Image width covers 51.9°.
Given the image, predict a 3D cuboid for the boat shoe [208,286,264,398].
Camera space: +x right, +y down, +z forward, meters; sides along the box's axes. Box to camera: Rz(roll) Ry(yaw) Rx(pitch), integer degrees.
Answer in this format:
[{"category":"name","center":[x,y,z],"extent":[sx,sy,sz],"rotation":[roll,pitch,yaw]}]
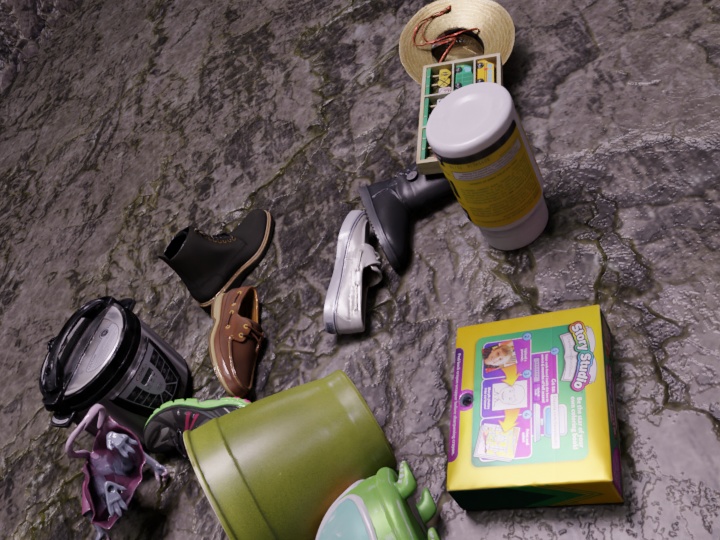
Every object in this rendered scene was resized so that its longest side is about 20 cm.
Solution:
[{"category":"boat shoe","center":[-0.179,0.097,1.090],"extent":[0.067,0.072,0.202],"rotation":[-28,40,13]}]

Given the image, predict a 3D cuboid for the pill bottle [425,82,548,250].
[{"category":"pill bottle","center":[0.168,-0.126,0.942],"extent":[0.112,0.201,0.116],"rotation":[-18,44,19]}]

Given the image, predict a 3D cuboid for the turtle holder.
[{"category":"turtle holder","center":[0.031,0.298,0.724],"extent":[0.130,0.141,0.188],"rotation":[-28,73,2]}]

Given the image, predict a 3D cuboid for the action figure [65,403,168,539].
[{"category":"action figure","center":[-0.350,0.281,0.994],"extent":[0.135,0.149,0.199],"rotation":[-50,10,-27]}]

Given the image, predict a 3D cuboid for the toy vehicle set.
[{"category":"toy vehicle set","center":[0.149,-0.233,1.093],"extent":[0.121,0.027,0.204],"rotation":[-6,55,18]}]

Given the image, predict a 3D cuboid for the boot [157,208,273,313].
[{"category":"boot","center":[-0.229,-0.052,1.207],"extent":[0.076,0.139,0.203],"rotation":[4,55,37]}]

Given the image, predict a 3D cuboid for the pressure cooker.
[{"category":"pressure cooker","center":[-0.368,0.151,1.082],"extent":[0.177,0.201,0.177],"rotation":[-36,40,1]}]

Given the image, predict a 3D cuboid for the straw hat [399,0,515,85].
[{"category":"straw hat","center":[0.165,-0.353,1.227],"extent":[0.196,0.085,0.206],"rotation":[-8,63,16]}]

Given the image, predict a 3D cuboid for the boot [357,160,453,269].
[{"category":"boot","center":[0.105,-0.108,1.084],"extent":[0.196,0.066,0.167],"rotation":[-25,50,4]}]

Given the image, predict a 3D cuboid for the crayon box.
[{"category":"crayon box","center":[0.186,0.147,0.798],"extent":[0.169,0.059,0.204],"rotation":[-11,49,26]}]

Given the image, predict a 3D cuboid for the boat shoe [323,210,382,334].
[{"category":"boat shoe","center":[0.000,0.000,1.058],"extent":[0.068,0.072,0.203],"rotation":[1,53,16]}]

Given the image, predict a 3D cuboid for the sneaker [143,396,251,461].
[{"category":"sneaker","center":[-0.224,0.226,1.007],"extent":[0.196,0.077,0.085],"rotation":[-14,42,26]}]

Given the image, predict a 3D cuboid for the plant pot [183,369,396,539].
[{"category":"plant pot","center":[-0.068,0.217,0.834],"extent":[0.191,0.203,0.201],"rotation":[-31,40,-10]}]
